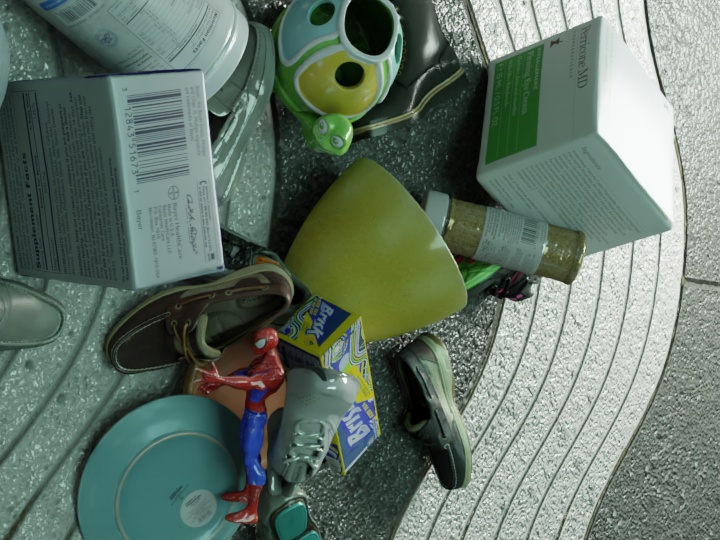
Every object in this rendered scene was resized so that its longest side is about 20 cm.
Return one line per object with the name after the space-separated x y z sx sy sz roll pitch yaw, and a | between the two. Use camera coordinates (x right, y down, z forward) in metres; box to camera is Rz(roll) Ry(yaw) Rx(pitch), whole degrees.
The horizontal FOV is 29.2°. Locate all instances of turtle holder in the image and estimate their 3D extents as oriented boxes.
-0.030 -0.220 1.440 0.141 0.132 0.186 44 61 -12 | turtle holder

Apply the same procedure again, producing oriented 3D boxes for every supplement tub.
-0.216 -0.253 1.292 0.200 0.132 0.132 39 68 -39 | supplement tub

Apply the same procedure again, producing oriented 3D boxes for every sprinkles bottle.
0.165 -0.038 1.640 0.199 0.068 0.069 15 82 -4 | sprinkles bottle

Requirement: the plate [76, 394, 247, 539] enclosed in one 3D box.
-0.189 0.225 1.403 0.199 0.026 0.201 -9 108 -30 | plate

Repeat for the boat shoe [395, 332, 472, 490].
0.081 0.176 1.660 0.066 0.072 0.202 -21 108 -29 | boat shoe

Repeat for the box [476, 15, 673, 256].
0.267 -0.155 1.685 0.200 0.171 0.200 43 42 -37 | box

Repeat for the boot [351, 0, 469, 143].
0.033 -0.239 1.576 0.200 0.077 0.139 -39 114 -46 | boot

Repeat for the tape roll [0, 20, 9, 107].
-0.402 -0.181 1.170 0.200 0.066 0.201 -6 99 -43 | tape roll

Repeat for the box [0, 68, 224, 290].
-0.229 -0.086 1.248 0.105 0.199 0.185 -14 104 -42 | box

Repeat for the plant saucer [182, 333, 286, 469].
-0.115 0.134 1.489 0.199 0.037 0.201 -5 97 -42 | plant saucer

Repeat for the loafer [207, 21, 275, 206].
-0.141 -0.165 1.412 0.070 0.070 0.201 25 77 -48 | loafer

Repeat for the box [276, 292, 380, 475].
-0.032 0.122 1.448 0.070 0.064 0.201 -45 146 -30 | box

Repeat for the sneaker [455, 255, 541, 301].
0.185 0.004 1.730 0.199 0.077 0.084 -22 105 -39 | sneaker

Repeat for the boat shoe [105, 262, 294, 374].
-0.158 0.055 1.354 0.199 0.072 0.072 -20 112 2 | boat shoe

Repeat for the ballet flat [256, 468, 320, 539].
-0.083 0.276 1.501 0.067 0.064 0.200 -28 147 -18 | ballet flat

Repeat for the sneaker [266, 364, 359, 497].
-0.049 0.159 1.355 0.074 0.200 0.087 12 56 -7 | sneaker

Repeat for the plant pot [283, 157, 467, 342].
0.000 0.000 1.499 0.142 0.200 0.200 -36 119 -11 | plant pot

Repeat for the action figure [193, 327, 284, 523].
-0.130 0.146 1.360 0.098 0.065 0.201 9 108 -16 | action figure

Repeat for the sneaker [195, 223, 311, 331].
-0.131 -0.014 1.411 0.200 0.079 0.074 37 55 -21 | sneaker

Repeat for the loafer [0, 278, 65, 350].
-0.347 0.037 1.229 0.199 0.070 0.070 8 89 -43 | loafer
